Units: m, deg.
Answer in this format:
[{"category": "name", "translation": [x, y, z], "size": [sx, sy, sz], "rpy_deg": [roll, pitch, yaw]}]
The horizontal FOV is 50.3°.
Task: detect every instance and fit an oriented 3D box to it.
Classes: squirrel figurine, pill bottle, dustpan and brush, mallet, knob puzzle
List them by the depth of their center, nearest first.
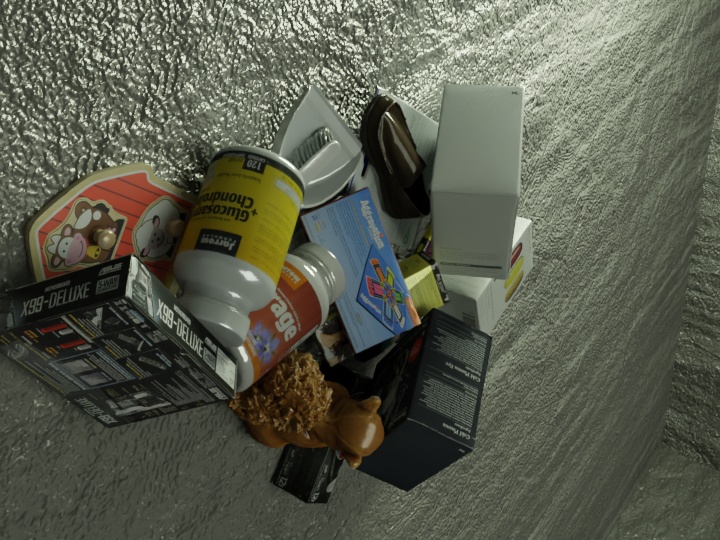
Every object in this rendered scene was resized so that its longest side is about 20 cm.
[{"category": "knob puzzle", "translation": [-0.250, -0.015, 0.789], "size": [0.219, 0.030, 0.221], "rpy_deg": [-28, 127, -45]}, {"category": "pill bottle", "translation": [-0.136, -0.026, 0.830], "size": [0.112, 0.111, 0.201], "rpy_deg": [48, 49, -52]}, {"category": "pill bottle", "translation": [-0.111, 0.049, 0.941], "size": [0.200, 0.112, 0.113], "rpy_deg": [-40, 135, -38]}, {"category": "dustpan and brush", "translation": [-0.080, -0.111, 0.951], "size": [0.200, 0.057, 0.140], "rpy_deg": [-47, 138, -2]}, {"category": "squirrel figurine", "translation": [-0.067, 0.184, 0.998], "size": [0.200, 0.186, 0.142], "rpy_deg": [40, 73, -55]}, {"category": "mallet", "translation": [0.105, -0.064, 1.267], "size": [0.201, 0.066, 0.041], "rpy_deg": [-57, 152, 4]}]

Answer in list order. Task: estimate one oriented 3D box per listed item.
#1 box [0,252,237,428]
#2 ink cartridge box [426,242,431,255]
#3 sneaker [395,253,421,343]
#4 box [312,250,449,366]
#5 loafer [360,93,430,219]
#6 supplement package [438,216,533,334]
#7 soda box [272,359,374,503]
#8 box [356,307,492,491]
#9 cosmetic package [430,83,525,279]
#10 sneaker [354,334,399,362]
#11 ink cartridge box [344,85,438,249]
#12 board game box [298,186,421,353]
[{"category": "box", "translation": [-0.235, 0.078, 0.747], "size": [0.200, 0.157, 0.050], "rpy_deg": [57, 23, -48]}, {"category": "ink cartridge box", "translation": [0.171, -0.090, 1.335], "size": [0.119, 0.042, 0.201], "rpy_deg": [20, 91, -57]}, {"category": "sneaker", "translation": [0.085, 0.070, 1.210], "size": [0.075, 0.115, 0.201], "rpy_deg": [-29, 133, -14]}, {"category": "box", "translation": [0.025, 0.053, 1.088], "size": [0.199, 0.050, 0.076], "rpy_deg": [-29, 119, -10]}, {"category": "loafer", "translation": [0.060, -0.153, 1.052], "size": [0.073, 0.071, 0.201], "rpy_deg": [-51, 139, -28]}, {"category": "supplement package", "translation": [0.198, 0.004, 1.283], "size": [0.200, 0.109, 0.114], "rpy_deg": [-51, 144, -31]}, {"category": "soda box", "translation": [-0.053, 0.242, 1.148], "size": [0.063, 0.070, 0.201], "rpy_deg": [30, 80, -60]}, {"category": "box", "translation": [0.085, 0.189, 1.099], "size": [0.200, 0.104, 0.183], "rpy_deg": [-52, -164, 50]}, {"category": "cosmetic package", "translation": [0.169, -0.127, 1.112], "size": [0.201, 0.122, 0.201], "rpy_deg": [83, 15, -56]}, {"category": "sneaker", "translation": [0.003, 0.055, 1.141], "size": [0.080, 0.071, 0.201], "rpy_deg": [-43, 133, -30]}, {"category": "ink cartridge box", "translation": [0.038, -0.146, 1.122], "size": [0.199, 0.040, 0.201], "rpy_deg": [16, 91, -55]}, {"category": "board game box", "translation": [0.000, 0.000, 1.034], "size": [0.102, 0.019, 0.201], "rpy_deg": [-23, 99, -10]}]
